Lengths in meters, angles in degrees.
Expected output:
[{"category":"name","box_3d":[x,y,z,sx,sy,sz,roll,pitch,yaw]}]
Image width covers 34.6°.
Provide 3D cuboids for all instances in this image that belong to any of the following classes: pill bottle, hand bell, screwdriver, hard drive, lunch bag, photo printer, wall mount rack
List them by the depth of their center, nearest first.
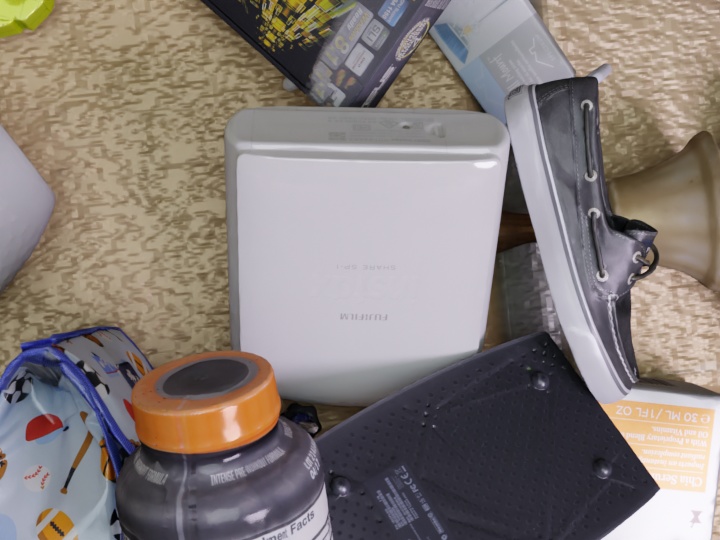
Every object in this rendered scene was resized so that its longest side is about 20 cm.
[{"category":"pill bottle","box_3d":[-0.065,0.145,0.588,0.105,0.106,0.202,-9,108,-4]},{"category":"hard drive","box_3d":[0.063,0.128,0.678,0.199,0.042,0.135,-24,66,-25]},{"category":"screwdriver","box_3d":[-0.037,0.093,0.684,0.029,0.200,0.028,-18,85,-3]},{"category":"lunch bag","box_3d":[-0.162,0.136,0.690,0.123,0.170,0.202,-3,90,0]},{"category":"photo printer","box_3d":[0.000,0.000,0.713,0.165,0.070,0.201,1,125,-3]},{"category":"wall mount rack","box_3d":[0.057,-0.128,0.752,0.173,0.075,0.201,-34,94,29]},{"category":"hand bell","box_3d":[0.131,-0.028,0.756,0.198,0.104,0.105,-6,93,4]}]

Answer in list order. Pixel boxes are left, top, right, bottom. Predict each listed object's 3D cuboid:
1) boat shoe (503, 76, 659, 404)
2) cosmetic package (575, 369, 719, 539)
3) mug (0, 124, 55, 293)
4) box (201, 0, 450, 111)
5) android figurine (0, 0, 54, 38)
[{"category":"boat shoe","box_3d":[0.144,-0.020,0.691,0.066,0.070,0.201,-15,95,20]},{"category":"cosmetic package","box_3d":[0.174,0.173,0.769,0.101,0.071,0.202,6,92,-5]},{"category":"mug","box_3d":[-0.295,-0.043,0.698,0.175,0.148,0.200,-38,64,-10]},{"category":"box","box_3d":[-0.006,-0.216,0.696,0.161,0.049,0.200,43,111,12]},{"category":"android figurine","box_3d":[-0.244,-0.232,0.735,0.181,0.041,0.202,13,90,-5]}]
